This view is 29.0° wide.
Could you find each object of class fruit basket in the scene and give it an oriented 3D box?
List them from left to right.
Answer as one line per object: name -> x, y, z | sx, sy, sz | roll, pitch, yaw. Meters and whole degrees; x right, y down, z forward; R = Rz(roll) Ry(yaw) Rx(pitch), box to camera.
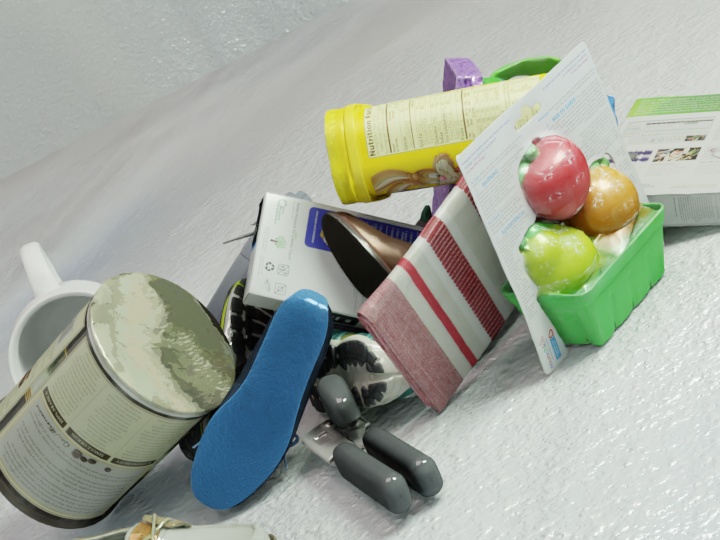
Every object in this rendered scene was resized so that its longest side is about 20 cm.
fruit basket -> 0.159, -0.050, 1.103 | 0.094, 0.200, 0.185 | -6, 31, 50

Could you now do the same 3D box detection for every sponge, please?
sponge -> 0.093, -0.103, 1.370 | 0.030, 0.201, 0.112 | 2, 19, -4

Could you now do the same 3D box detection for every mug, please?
mug -> -0.330, 0.060, 1.571 | 0.147, 0.200, 0.175 | -27, 11, -6

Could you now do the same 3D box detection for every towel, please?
towel -> 0.085, -0.002, 1.113 | 0.023, 0.144, 0.200 | 24, 69, 40

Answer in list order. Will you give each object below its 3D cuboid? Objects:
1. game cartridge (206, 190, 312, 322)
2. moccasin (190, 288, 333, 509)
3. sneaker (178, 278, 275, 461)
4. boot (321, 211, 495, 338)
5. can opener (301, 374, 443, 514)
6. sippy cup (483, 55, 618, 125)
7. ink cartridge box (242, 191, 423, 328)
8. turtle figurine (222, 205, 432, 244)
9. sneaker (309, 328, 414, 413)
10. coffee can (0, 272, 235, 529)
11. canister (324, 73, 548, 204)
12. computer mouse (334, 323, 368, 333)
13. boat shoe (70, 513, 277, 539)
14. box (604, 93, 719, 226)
game cartridge -> -0.123, 0.016, 1.469 | 0.200, 0.040, 0.133 | -57, -5, 26
moccasin -> -0.072, 0.113, 1.181 | 0.200, 0.080, 0.068 | -58, -6, 1
sneaker -> -0.129, 0.093, 1.314 | 0.081, 0.074, 0.200 | -25, 37, 38
boot -> 0.090, -0.037, 1.234 | 0.200, 0.186, 0.064 | -44, -5, -26
can opener -> 0.000, 0.135, 1.083 | 0.053, 0.067, 0.200 | -28, 20, -15
sippy cup -> 0.182, -0.121, 1.351 | 0.130, 0.179, 0.140 | -2, 5, 3
ink cartridge box -> 0.000, 0.000, 1.249 | 0.039, 0.199, 0.100 | 128, 153, -67
turtle figurine -> -0.027, -0.019, 1.346 | 0.199, 0.101, 0.150 | -7, 7, 1
sneaker -> 0.004, 0.085, 1.225 | 0.079, 0.078, 0.200 | -10, 7, -27
coffee can -> -0.226, 0.118, 1.241 | 0.200, 0.146, 0.146 | -44, 9, 33
canister -> 0.082, -0.117, 1.219 | 0.199, 0.087, 0.149 | -9, 4, 12
computer mouse -> -0.030, 0.063, 1.329 | 0.200, 0.059, 0.034 | -18, 29, 36
boat shoe -> -0.158, 0.227, 1.070 | 0.200, 0.069, 0.075 | -22, 20, 24
box -> 0.293, -0.102, 1.246 | 0.144, 0.036, 0.200 | 0, 33, 29
